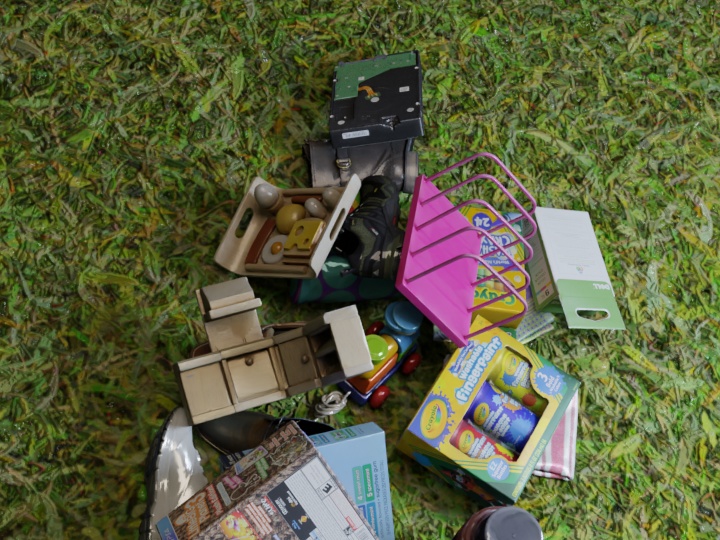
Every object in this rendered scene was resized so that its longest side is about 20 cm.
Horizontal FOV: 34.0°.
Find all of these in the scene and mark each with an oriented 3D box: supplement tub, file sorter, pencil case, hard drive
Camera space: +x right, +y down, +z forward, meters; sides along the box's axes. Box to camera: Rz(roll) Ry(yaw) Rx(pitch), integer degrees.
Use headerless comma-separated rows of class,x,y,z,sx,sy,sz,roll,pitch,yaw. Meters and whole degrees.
supplement tub,0.154,0.347,1.398,0.106,0.200,0.108,5,59,-8
file sorter,0.148,-0.033,1.532,0.139,0.125,0.201,42,41,-29
pencil case,0.000,0.000,1.635,0.198,0.086,0.093,-3,23,-11
hard drive,0.025,-0.259,1.770,0.138,0.038,0.201,-8,40,7

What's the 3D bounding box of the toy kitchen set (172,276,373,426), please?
toy kitchen set,-0.121,0.077,1.423,0.198,0.180,0.165,-15,84,-20

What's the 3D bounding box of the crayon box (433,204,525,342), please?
crayon box,0.167,0.007,1.667,0.124,0.052,0.202,7,59,-8

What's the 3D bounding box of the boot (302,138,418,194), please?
boot,-0.002,-0.188,1.766,0.172,0.070,0.201,0,52,-3

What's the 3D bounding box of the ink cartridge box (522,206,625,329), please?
ink cartridge box,0.300,0.009,1.703,0.103,0.059,0.202,4,58,-28

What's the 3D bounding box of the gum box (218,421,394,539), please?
gum box,-0.061,0.288,1.421,0.198,0.045,0.172,-11,104,-18

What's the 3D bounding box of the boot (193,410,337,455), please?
boot,-0.112,0.202,1.487,0.198,0.097,0.075,17,57,-2

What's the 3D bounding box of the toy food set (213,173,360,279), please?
toy food set,-0.101,-0.066,1.582,0.060,0.199,0.144,42,63,-37

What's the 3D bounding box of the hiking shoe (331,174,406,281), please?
hiking shoe,0.004,-0.065,1.587,0.100,0.076,0.201,1,38,-9

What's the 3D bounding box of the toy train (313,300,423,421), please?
toy train,0.006,0.128,1.546,0.085,0.116,0.200,40,59,13

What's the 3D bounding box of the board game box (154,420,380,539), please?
board game box,-0.102,0.302,1.332,0.199,0.097,0.160,-36,110,-9

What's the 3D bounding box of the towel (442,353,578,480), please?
towel,0.202,0.198,1.599,0.198,0.030,0.147,12,59,-5

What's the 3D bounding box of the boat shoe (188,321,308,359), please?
boat shoe,-0.129,0.101,1.555,0.198,0.072,0.076,-8,60,-10

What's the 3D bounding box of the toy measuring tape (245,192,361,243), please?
toy measuring tape,-0.064,-0.059,1.680,0.199,0.074,0.074,-25,66,-8

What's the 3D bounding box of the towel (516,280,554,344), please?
towel,0.176,0.026,1.701,0.143,0.023,0.201,-23,67,-24

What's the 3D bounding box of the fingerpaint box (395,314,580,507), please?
fingerpaint box,0.169,0.187,1.541,0.166,0.073,0.200,33,61,5

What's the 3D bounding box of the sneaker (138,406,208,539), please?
sneaker,-0.223,0.267,1.451,0.086,0.075,0.202,11,64,-20
